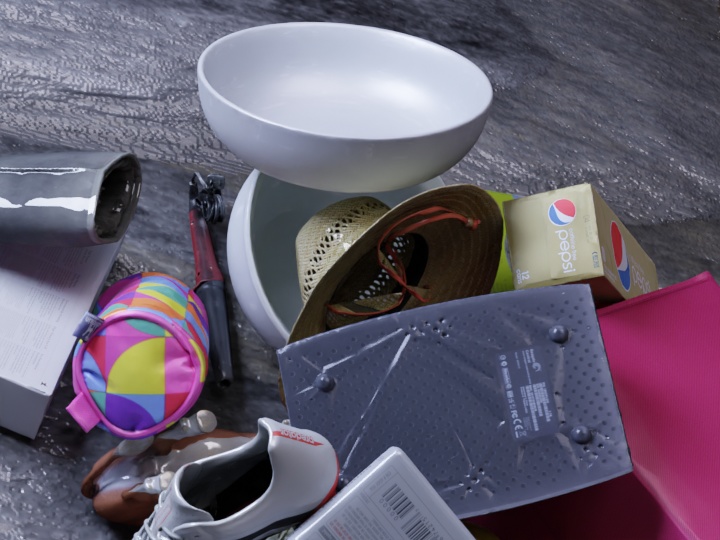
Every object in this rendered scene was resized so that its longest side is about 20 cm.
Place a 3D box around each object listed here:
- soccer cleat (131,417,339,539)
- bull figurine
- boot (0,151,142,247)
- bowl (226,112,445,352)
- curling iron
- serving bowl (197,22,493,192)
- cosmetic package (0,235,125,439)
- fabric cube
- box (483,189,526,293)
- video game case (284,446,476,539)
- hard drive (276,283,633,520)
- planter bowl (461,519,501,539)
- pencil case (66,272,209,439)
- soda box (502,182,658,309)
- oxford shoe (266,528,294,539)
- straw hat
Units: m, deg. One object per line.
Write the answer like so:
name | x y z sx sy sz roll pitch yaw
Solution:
soccer cleat | -0.101 0.156 1.204 0.085 0.200 0.069 37 22 -49
bull figurine | -0.077 0.130 1.314 0.199 0.121 0.065 -5 72 -26
boot | -0.263 -0.032 1.339 0.199 0.073 0.182 11 38 13
bowl | -0.025 -0.008 1.468 0.201 0.090 0.202 12 71 -37
curling iron | -0.109 0.004 1.471 0.025 0.050 0.201 3 49 -11
serving bowl | -0.013 -0.102 1.369 0.199 0.066 0.200 5 28 -3
cosmetic package | -0.223 0.019 1.380 0.082 0.051 0.200 21 40 -3
fabric cube | 0.196 0.152 1.375 0.196 0.200 0.200 -15 57 -39
box | 0.125 0.009 1.516 0.200 0.048 0.122 4 75 -55
video game case | 0.015 0.236 1.185 0.182 0.023 0.200 -40 97 -8
hard drive | 0.057 0.089 1.253 0.199 0.042 0.135 -12 72 1
planter bowl | 0.054 0.218 1.266 0.200 0.083 0.201 28 44 -31
pencil case | -0.141 0.052 1.306 0.088 0.089 0.200 26 5 -4
soda box | 0.160 0.005 1.418 0.200 0.064 0.068 37 44 -64
oxford shoe | -0.060 0.245 1.244 0.075 0.058 0.201 15 54 -43
straw hat | 0.000 0.000 1.358 0.201 0.202 0.085 -15 48 -40
